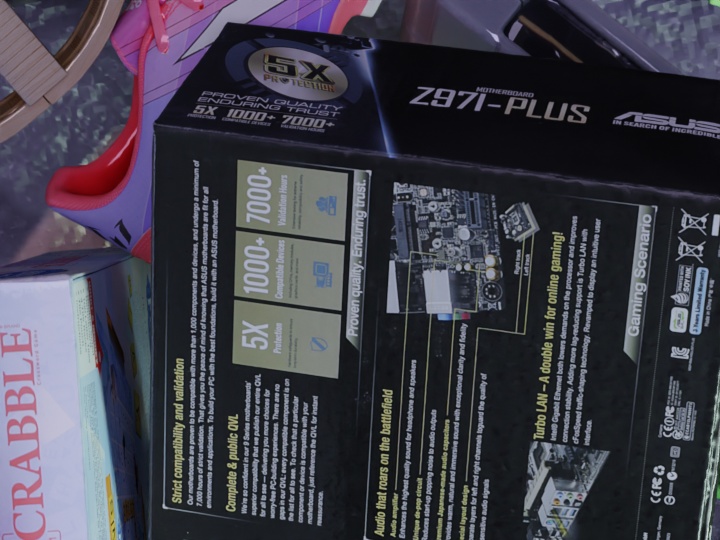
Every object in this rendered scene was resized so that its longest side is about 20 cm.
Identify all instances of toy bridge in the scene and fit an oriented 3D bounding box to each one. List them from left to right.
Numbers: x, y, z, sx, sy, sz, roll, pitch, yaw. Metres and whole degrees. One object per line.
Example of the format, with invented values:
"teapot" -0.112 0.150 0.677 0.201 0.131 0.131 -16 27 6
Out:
"toy bridge" -0.114 -0.078 0.728 0.200 0.027 0.067 -40 114 -2

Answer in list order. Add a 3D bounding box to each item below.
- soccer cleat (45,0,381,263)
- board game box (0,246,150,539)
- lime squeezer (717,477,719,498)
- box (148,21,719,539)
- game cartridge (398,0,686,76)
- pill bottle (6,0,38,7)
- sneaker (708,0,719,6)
"soccer cleat" -0.035 -0.091 0.739 0.076 0.067 0.200 15 112 -14
"board game box" -0.087 0.096 0.751 0.041 0.200 0.201 -3 92 2
"lime squeezer" 0.080 0.036 0.816 0.038 0.071 0.200 -44 86 -13
"box" 0.026 0.042 0.707 0.163 0.086 0.200 7 116 9
"game cartridge" 0.092 -0.021 0.783 0.200 0.133 0.040 40 77 10
"pill bottle" -0.121 -0.189 0.779 0.111 0.111 0.200 -15 94 -3
"sneaker" 0.134 -0.185 0.780 0.077 0.084 0.200 15 90 -3
